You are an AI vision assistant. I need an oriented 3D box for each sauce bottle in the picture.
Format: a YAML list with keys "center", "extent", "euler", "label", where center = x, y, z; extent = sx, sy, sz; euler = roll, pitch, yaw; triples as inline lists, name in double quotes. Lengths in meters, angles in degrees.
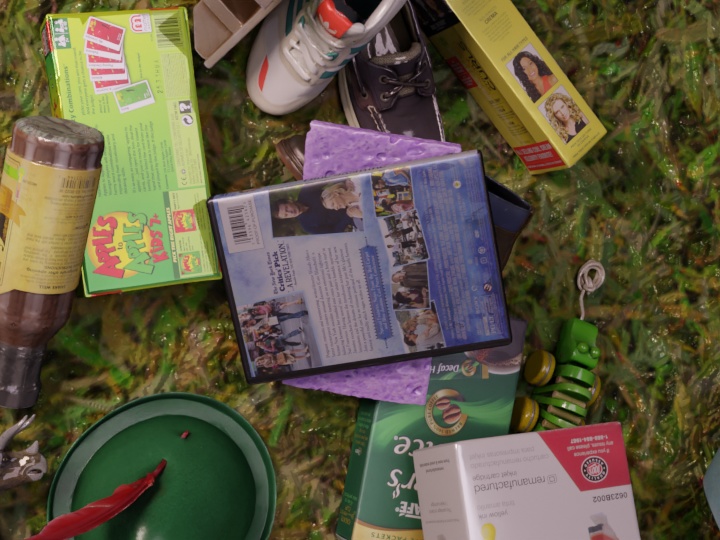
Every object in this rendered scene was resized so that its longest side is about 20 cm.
- center: [-0.223, -0.003, 0.829]
  extent: [0.065, 0.065, 0.201]
  euler: [10, 106, -20]
  label: "sauce bottle"

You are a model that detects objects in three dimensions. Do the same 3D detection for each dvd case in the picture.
- center: [0.000, 0.000, 0.870]
  extent: [0.199, 0.018, 0.143]
  euler: [-9, 104, 7]
  label: "dvd case"

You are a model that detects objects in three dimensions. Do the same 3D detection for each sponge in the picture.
- center: [0.006, -0.004, 0.893]
  extent: [0.111, 0.030, 0.201]
  euler: [8, 105, 3]
  label: "sponge"

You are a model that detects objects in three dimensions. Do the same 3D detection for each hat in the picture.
- center: [-0.127, 0.179, 0.825]
  extent: [0.200, 0.176, 0.166]
  euler: [-31, 99, -19]
  label: "hat"

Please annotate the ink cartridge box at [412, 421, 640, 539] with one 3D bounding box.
- center: [0.131, 0.222, 0.896]
  extent: [0.145, 0.083, 0.201]
  euler: [-3, 79, -23]
  label: "ink cartridge box"

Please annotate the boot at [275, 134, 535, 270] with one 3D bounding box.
- center: [0.037, -0.063, 0.928]
  extent: [0.200, 0.075, 0.097]
  euler: [37, 109, -11]
  label: "boot"

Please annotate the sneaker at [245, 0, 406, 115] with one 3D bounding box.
- center: [-0.026, -0.181, 0.873]
  extent: [0.070, 0.093, 0.200]
  euler: [46, 119, -7]
  label: "sneaker"

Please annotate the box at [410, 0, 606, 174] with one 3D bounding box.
- center: [0.111, -0.171, 0.982]
  extent: [0.050, 0.075, 0.200]
  euler: [-43, 104, -14]
  label: "box"

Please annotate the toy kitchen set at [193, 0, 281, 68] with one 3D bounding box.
- center: [-0.105, -0.272, 0.865]
  extent: [0.163, 0.200, 0.180]
  euler: [-39, 105, 25]
  label: "toy kitchen set"

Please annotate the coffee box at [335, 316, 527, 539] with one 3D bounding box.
- center: [0.059, 0.125, 0.968]
  extent: [0.123, 0.044, 0.201]
  euler: [14, 83, -19]
  label: "coffee box"

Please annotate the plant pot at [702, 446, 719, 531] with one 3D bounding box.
- center: [0.371, 0.194, 1.024]
  extent: [0.134, 0.200, 0.200]
  euler: [-28, 100, 17]
  label: "plant pot"

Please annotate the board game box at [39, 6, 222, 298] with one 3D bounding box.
- center: [-0.168, -0.086, 0.887]
  extent: [0.101, 0.048, 0.201]
  euler: [-8, 91, -20]
  label: "board game box"

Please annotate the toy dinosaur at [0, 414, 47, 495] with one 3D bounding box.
- center: [-0.310, 0.160, 0.802]
  extent: [0.200, 0.077, 0.103]
  euler: [-7, 91, -42]
  label: "toy dinosaur"

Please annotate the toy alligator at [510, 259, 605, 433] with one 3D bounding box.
- center: [0.176, 0.083, 1.008]
  extent: [0.059, 0.054, 0.201]
  euler: [23, 81, -19]
  label: "toy alligator"

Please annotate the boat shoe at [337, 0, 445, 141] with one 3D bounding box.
- center: [0.021, -0.161, 0.951]
  extent: [0.072, 0.065, 0.201]
  euler: [-21, 96, -21]
  label: "boat shoe"
